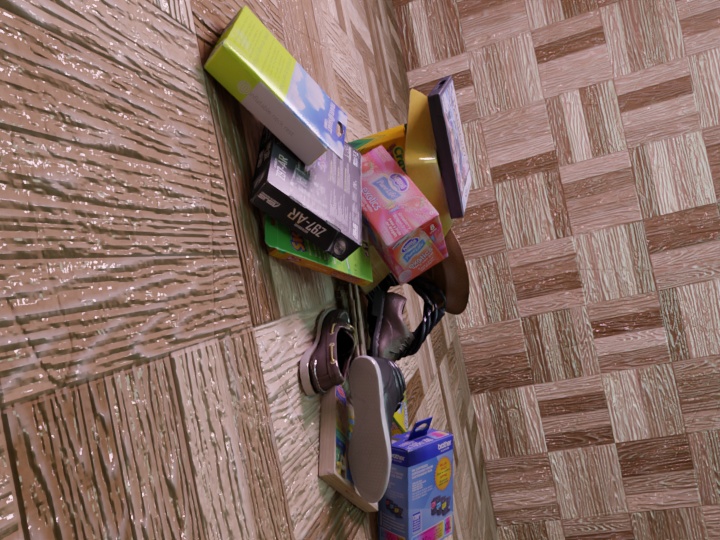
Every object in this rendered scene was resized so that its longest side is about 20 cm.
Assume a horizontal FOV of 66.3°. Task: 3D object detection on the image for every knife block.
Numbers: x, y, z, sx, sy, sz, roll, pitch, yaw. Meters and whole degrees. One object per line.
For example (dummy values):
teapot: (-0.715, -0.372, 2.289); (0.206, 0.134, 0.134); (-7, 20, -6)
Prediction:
knife block: (0.000, 0.000, 1.017); (0.196, 0.064, 0.179); (-15, 137, -44)

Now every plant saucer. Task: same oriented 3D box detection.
plant saucer: (0.131, -0.184, 0.975); (0.202, 0.047, 0.205); (60, 29, -46)
plant saucer: (0.147, -0.007, 1.081); (0.200, 0.034, 0.207); (162, -89, -73)

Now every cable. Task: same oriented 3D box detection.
cable: (0.079, 0.083, 1.091); (0.050, 0.198, 0.167); (25, 92, -40)

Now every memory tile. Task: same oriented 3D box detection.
memory tile: (0.001, 0.132, 0.938); (0.203, 0.016, 0.157); (-96, 178, -52)

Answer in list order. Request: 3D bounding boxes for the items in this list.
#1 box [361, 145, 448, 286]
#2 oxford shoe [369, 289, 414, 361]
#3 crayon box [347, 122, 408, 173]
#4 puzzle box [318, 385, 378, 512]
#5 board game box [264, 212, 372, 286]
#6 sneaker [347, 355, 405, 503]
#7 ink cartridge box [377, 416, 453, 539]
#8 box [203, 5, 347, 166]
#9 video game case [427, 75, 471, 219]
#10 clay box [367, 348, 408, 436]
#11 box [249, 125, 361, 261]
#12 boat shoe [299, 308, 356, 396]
box: (0.048, -0.093, 0.889); (0.202, 0.093, 0.104); (58, -5, 41)
oxford shoe: (0.056, 0.134, 0.985); (0.073, 0.081, 0.207); (86, 9, -69)
crayon box: (0.038, -0.193, 1.059); (0.052, 0.193, 0.128); (-90, 160, -53)
puzzle box: (-0.014, 0.273, 0.843); (0.202, 0.025, 0.137); (61, 22, -50)
board game box: (-0.060, -0.048, 0.779); (0.197, 0.029, 0.099); (22, 54, -44)
sneaker: (0.031, 0.222, 0.802); (0.098, 0.069, 0.208); (-1, 89, -60)
ink cartridge box: (0.095, 0.355, 0.940); (0.134, 0.075, 0.208); (0, 88, -47)
box: (-0.101, -0.232, 0.720); (0.199, 0.047, 0.124); (41, 34, -29)
video game case: (0.159, -0.219, 0.960); (0.182, 0.025, 0.206); (-60, 138, -60)
clay box: (0.055, 0.248, 1.084); (0.201, 0.046, 0.118); (58, 25, -53)
box: (-0.068, -0.134, 0.770); (0.158, 0.043, 0.205); (32, 39, -31)
boat shoe: (-0.036, 0.111, 0.817); (0.201, 0.057, 0.074); (-64, 139, -67)
